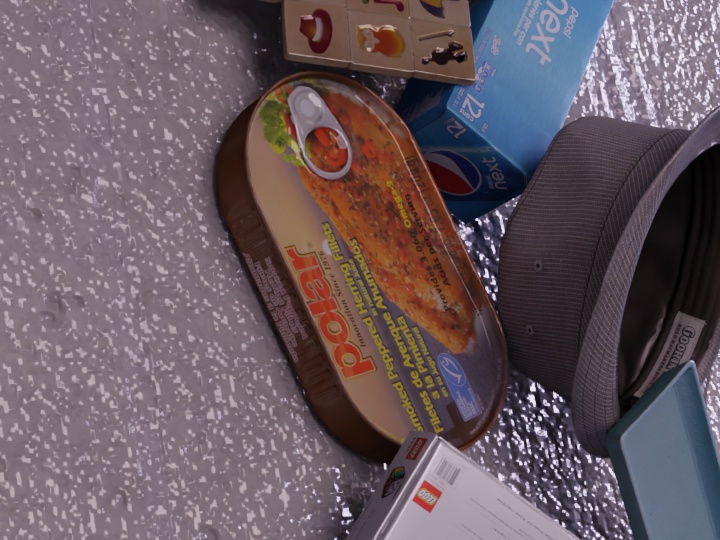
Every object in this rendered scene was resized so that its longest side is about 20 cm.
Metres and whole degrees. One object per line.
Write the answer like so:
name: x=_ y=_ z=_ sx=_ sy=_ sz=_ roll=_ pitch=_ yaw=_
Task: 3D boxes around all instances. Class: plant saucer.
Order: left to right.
plant saucer: x=0.167 y=0.145 z=1.015 sx=0.070 sy=0.019 sz=0.201 roll=-41 pitch=123 yaw=-37

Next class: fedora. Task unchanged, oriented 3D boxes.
fedora: x=0.130 y=-0.008 z=1.017 sx=0.177 sy=0.090 sz=0.201 roll=-34 pitch=137 yaw=-46

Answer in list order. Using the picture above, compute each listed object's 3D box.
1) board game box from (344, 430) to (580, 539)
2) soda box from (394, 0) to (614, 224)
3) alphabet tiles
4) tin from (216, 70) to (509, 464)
board game box: x=0.071 y=0.181 z=0.939 sx=0.200 sy=0.035 sz=0.126 roll=38 pitch=76 yaw=-20
soda box: x=0.083 y=-0.125 z=1.084 sx=0.068 sy=0.064 sz=0.200 roll=38 pitch=53 yaw=-18
alphabet tiles: x=0.004 y=-0.184 z=1.037 sx=0.167 sy=0.008 sz=0.201 roll=7 pitch=59 yaw=-18
tin: x=0.000 y=0.000 z=0.987 sx=0.112 sy=0.042 sz=0.201 roll=-21 pitch=85 yaw=-45
